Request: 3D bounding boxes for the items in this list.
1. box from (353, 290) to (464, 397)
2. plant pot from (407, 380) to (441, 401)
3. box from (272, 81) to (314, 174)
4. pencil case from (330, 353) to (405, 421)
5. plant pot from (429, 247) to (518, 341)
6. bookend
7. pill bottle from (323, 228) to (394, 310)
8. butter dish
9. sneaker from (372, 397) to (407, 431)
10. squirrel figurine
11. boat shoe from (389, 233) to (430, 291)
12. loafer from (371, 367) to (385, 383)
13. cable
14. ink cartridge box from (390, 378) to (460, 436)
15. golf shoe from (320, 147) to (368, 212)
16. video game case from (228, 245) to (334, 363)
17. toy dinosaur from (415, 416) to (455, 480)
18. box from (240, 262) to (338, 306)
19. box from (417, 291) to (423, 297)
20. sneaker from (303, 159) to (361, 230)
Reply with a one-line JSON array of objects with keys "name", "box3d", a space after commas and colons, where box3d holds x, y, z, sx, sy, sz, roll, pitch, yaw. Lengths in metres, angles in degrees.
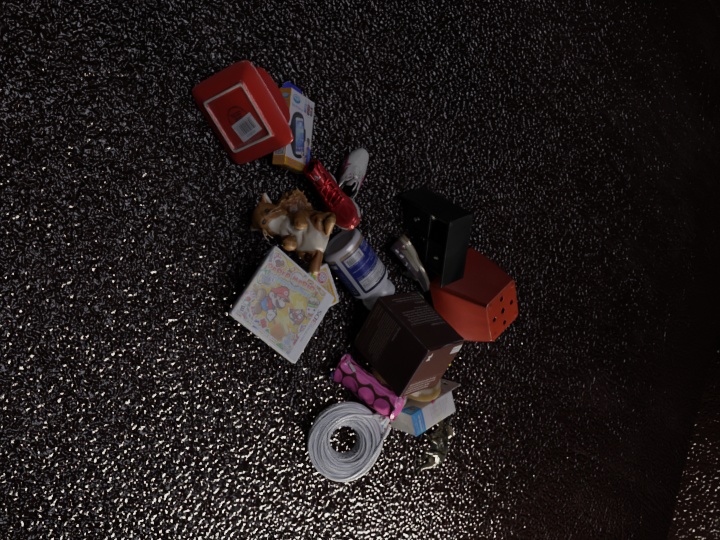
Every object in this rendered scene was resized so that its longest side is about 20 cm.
[{"name": "box", "box3d": [0.122, 0.183, 1.584, 0.164, 0.200, 0.166, -5, 132, -47]}, {"name": "plant pot", "box3d": [0.137, 0.266, 1.672, 0.197, 0.201, 0.028, 5, 129, -35]}, {"name": "box", "box3d": [-0.158, -0.343, 1.482, 0.119, 0.041, 0.204, 7, 90, -67]}, {"name": "pencil case", "box3d": [0.023, 0.296, 1.577, 0.091, 0.198, 0.095, -45, 160, -43]}, {"name": "plant pot", "box3d": [0.341, 0.086, 1.777, 0.199, 0.175, 0.202, -38, 129, -28]}, {"name": "bookend", "box3d": [0.199, -0.096, 1.715, 0.091, 0.199, 0.202, -20, 129, -33]}, {"name": "pill bottle", "box3d": [0.000, 0.000, 1.597, 0.116, 0.115, 0.201, -49, 118, -23]}, {"name": "butter dish", "box3d": [-0.240, -0.371, 1.388, 0.201, 0.198, 0.148, 59, 38, -23]}, {"name": "sneaker", "box3d": [0.049, 0.399, 1.671, 0.072, 0.072, 0.202, 34, 90, -8]}, {"name": "squirrel figurine", "box3d": [-0.164, -0.109, 1.456, 0.184, 0.201, 0.143, 17, 112, -10]}, {"name": "boat shoe", "box3d": [0.138, -0.012, 1.727, 0.064, 0.072, 0.201, -31, 127, -1]}, {"name": "loafer", "box3d": [0.112, 0.289, 1.715, 0.197, 0.076, 0.069, 14, 120, -25]}, {"name": "cable", "box3d": [-0.041, 0.435, 1.586, 0.197, 0.069, 0.203, 23, 90, -14]}, {"name": "ink cartridge box", "box3d": [0.187, 0.382, 1.748, 0.198, 0.114, 0.069, -23, 105, -32]}, {"name": "golf shoe", "box3d": [-0.022, -0.229, 1.585, 0.072, 0.091, 0.202, 36, 71, -29]}, {"name": "video game case", "box3d": [-0.173, 0.078, 1.397, 0.200, 0.023, 0.184, 42, 68, -27]}, {"name": "toy dinosaur", "box3d": [0.222, 0.521, 1.806, 0.101, 0.077, 0.204, 20, 78, -27]}, {"name": "box", "box3d": [-0.168, 0.065, 1.480, 0.198, 0.112, 0.103, -26, 105, -30]}, {"name": "box", "box3d": [0.193, 0.166, 1.742, 0.048, 0.118, 0.202, -22, 110, 7]}, {"name": "sneaker", "box3d": [-0.081, -0.185, 1.474, 0.078, 0.201, 0.115, -43, 146, 6]}]
